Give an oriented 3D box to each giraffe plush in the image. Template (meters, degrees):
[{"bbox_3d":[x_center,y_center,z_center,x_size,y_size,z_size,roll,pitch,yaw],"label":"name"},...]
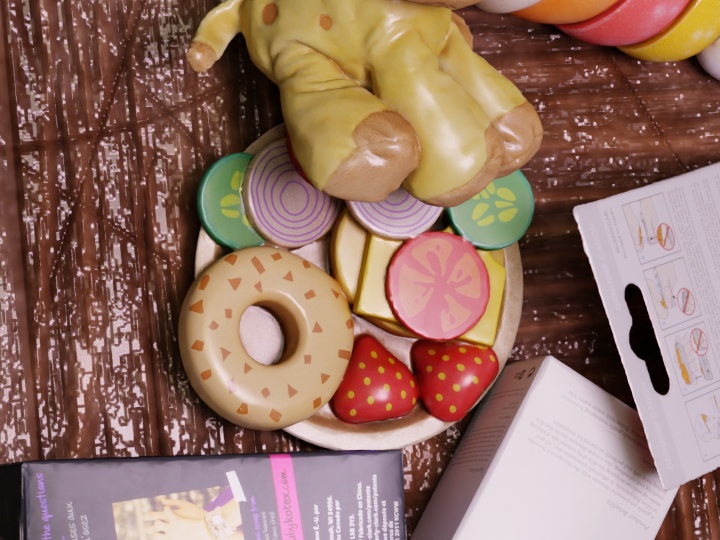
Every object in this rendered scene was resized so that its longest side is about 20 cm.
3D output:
[{"bbox_3d":[0.020,-0.152,1.169,0.200,0.163,0.172,38,34,18],"label":"giraffe plush"}]

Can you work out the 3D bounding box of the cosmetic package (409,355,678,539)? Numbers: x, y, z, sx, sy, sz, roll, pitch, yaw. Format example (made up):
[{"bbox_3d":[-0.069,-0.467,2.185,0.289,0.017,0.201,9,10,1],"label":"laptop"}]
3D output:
[{"bbox_3d":[0.086,0.160,1.221,0.107,0.085,0.201,33,76,-11],"label":"cosmetic package"}]

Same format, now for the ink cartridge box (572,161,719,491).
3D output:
[{"bbox_3d":[0.192,0.027,1.251,0.199,0.050,0.164,-17,88,-42],"label":"ink cartridge box"}]

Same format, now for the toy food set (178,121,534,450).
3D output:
[{"bbox_3d":[0.000,0.000,1.235,0.198,0.049,0.200,13,79,-14],"label":"toy food set"}]

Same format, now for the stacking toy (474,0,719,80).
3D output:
[{"bbox_3d":[0.166,-0.167,1.285,0.199,0.146,0.147,35,74,-29],"label":"stacking toy"}]

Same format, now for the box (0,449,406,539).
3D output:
[{"bbox_3d":[-0.085,0.148,1.152,0.198,0.122,0.107,0,84,-16],"label":"box"}]
